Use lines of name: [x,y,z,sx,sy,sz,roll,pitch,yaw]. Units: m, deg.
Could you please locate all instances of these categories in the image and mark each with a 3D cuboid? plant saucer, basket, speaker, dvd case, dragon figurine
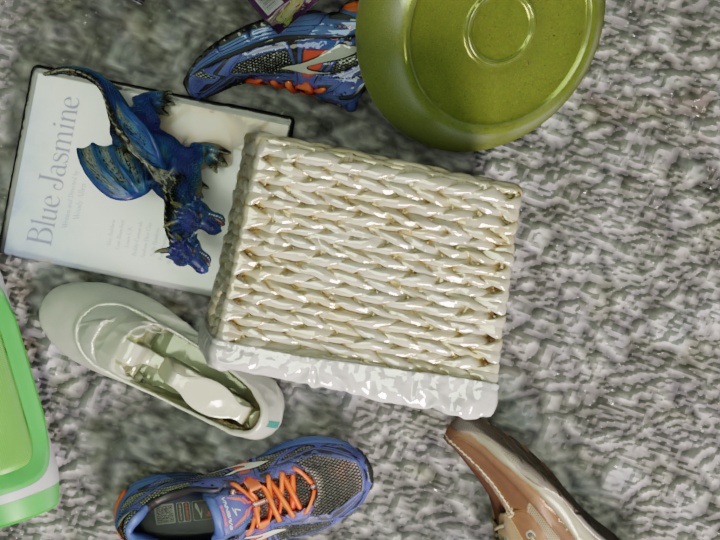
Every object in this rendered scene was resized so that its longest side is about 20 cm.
plant saucer: [0.093,-0.175,1.362,0.199,0.031,0.201,-10,115,-23]
basket: [0.000,0.000,1.337,0.199,0.198,0.161,12,92,-7]
speaker: [-0.282,0.084,1.407,0.088,0.088,0.201,-16,93,3]
dvd case: [-0.159,-0.063,1.433,0.199,0.018,0.143,12,95,1]
dragon figurine: [-0.158,-0.085,1.364,0.200,0.099,0.059,45,114,6]

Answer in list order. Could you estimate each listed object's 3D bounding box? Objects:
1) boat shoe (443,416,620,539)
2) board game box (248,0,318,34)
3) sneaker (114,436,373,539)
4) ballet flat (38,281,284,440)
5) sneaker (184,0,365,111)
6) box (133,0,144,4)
boat shoe: [0.129,0.190,1.416,0.200,0.076,0.072,45,96,0]
board game box: [-0.071,-0.273,1.367,0.120,0.032,0.200,-41,64,7]
sneaker: [-0.086,0.175,1.418,0.199,0.078,0.076,-16,94,3]
ballet flat: [-0.146,0.066,1.419,0.200,0.069,0.070,28,94,0]
sneaker: [-0.029,-0.150,1.390,0.199,0.075,0.079,-13,97,4]
box: [-0.174,-0.307,1.378,0.143,0.036,0.200,27,96,28]
